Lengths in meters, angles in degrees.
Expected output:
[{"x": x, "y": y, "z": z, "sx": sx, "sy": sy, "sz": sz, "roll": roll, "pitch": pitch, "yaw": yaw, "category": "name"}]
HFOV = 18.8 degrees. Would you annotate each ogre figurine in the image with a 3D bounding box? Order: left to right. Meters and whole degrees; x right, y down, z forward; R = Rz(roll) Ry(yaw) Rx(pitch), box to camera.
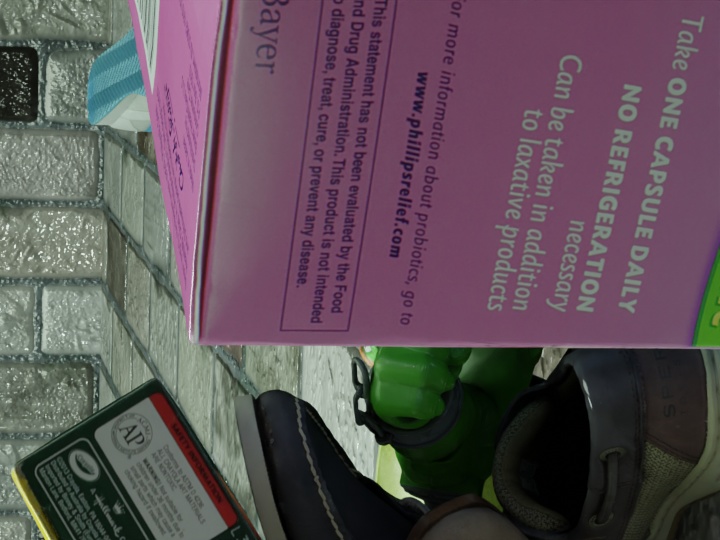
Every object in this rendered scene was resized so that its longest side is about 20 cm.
[{"x": 0.045, "y": 0.006, "z": 0.784, "sx": 0.201, "sy": 0.097, "sz": 0.120, "roll": -91, "pitch": -1, "yaw": -46, "category": "ogre figurine"}]

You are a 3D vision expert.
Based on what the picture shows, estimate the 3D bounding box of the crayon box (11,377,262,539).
[{"x": -0.032, "y": 0.148, "z": 0.703, "sx": 0.201, "sy": 0.058, "sz": 0.173, "roll": 57, "pitch": 171, "yaw": 11, "category": "crayon box"}]

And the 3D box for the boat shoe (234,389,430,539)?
[{"x": 0.015, "y": 0.097, "z": 0.749, "sx": 0.200, "sy": 0.062, "sz": 0.073, "roll": 60, "pitch": -167, "yaw": -46, "category": "boat shoe"}]

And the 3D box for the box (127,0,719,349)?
[{"x": 0.049, "y": -0.069, "z": 0.533, "sx": 0.176, "sy": 0.198, "sz": 0.097, "roll": -108, "pitch": 22, "yaw": -55, "category": "box"}]

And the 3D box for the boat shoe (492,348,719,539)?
[{"x": 0.075, "y": 0.065, "z": 0.726, "sx": 0.200, "sy": 0.064, "sz": 0.072, "roll": 115, "pitch": 151, "yaw": -65, "category": "boat shoe"}]

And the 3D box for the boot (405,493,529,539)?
[{"x": 0.066, "y": 0.185, "z": 0.699, "sx": 0.201, "sy": 0.070, "sz": 0.147, "roll": 78, "pitch": 165, "yaw": -45, "category": "boot"}]

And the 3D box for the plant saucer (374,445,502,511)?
[{"x": 0.041, "y": 0.135, "z": 0.968, "sx": 0.200, "sy": 0.031, "sz": 0.202, "roll": -179, "pitch": 90, "yaw": -78, "category": "plant saucer"}]

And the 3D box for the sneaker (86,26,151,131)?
[{"x": -0.153, "y": -0.164, "z": 1.796, "sx": 0.200, "sy": 0.080, "sz": 0.077, "roll": -14, "pitch": 73, "yaw": 58, "category": "sneaker"}]
